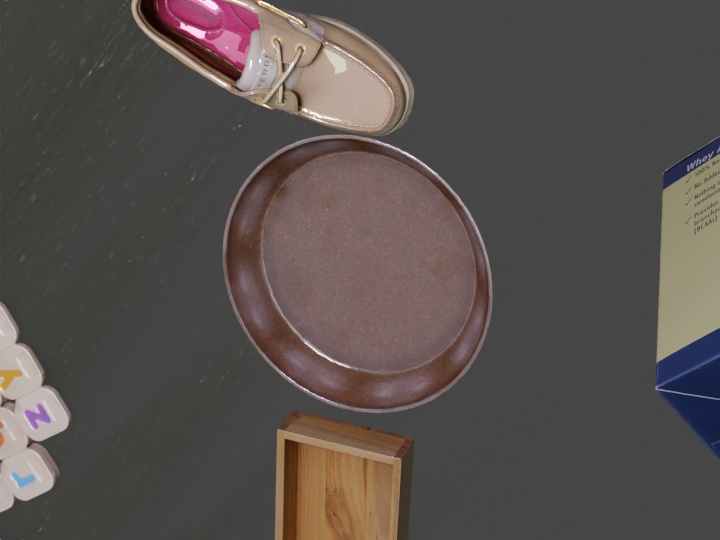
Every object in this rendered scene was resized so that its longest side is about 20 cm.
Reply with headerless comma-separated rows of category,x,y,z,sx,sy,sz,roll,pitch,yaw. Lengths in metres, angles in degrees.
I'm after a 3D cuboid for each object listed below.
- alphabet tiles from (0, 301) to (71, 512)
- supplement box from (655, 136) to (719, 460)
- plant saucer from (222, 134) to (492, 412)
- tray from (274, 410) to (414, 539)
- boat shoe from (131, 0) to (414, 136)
alphabet tiles,-0.332,0.107,1.130,0.194,0.015,0.202,-26,100,28
supplement box,0.273,-0.003,0.714,0.199,0.201,0.134,-33,113,32
plant saucer,0.000,0.000,0.941,0.197,0.035,0.203,8,115,18
tray,-0.014,0.211,1.033,0.097,0.037,0.203,11,114,18
boat shoe,-0.062,-0.137,0.888,0.198,0.069,0.075,25,118,11
